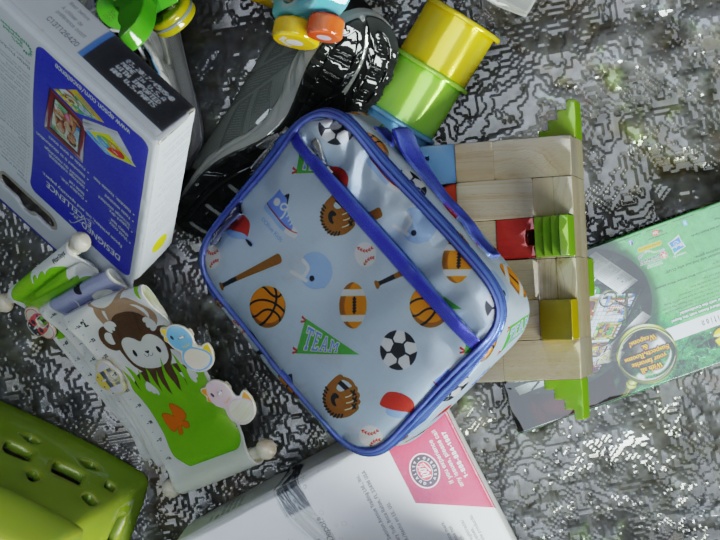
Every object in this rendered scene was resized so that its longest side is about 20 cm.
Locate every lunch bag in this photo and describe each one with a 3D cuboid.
[{"bbox_3d":[0.000,0.000,1.037,0.160,0.075,0.200,-47,74,20],"label":"lunch bag"}]

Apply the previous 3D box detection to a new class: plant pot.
[{"bbox_3d":[-0.271,0.194,1.069,0.198,0.181,0.201,24,94,1],"label":"plant pot"}]

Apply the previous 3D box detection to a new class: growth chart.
[{"bbox_3d":[-0.147,0.064,1.098,0.200,0.018,0.145,50,138,-2],"label":"growth chart"}]

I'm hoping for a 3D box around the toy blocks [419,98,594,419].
[{"bbox_3d":[0.076,-0.005,1.080,0.135,0.100,0.203,-3,89,16],"label":"toy blocks"}]

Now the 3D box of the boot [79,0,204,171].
[{"bbox_3d":[-0.152,-0.160,1.088,0.073,0.096,0.202,-21,92,3],"label":"boot"}]

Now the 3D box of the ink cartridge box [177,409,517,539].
[{"bbox_3d":[-0.002,0.191,1.107,0.199,0.084,0.146,-28,92,2],"label":"ink cartridge box"}]

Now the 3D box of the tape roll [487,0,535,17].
[{"bbox_3d":[0.131,-0.253,1.022,0.037,0.203,0.204,26,93,0],"label":"tape roll"}]

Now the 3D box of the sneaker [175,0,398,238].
[{"bbox_3d":[-0.053,-0.100,1.107,0.074,0.080,0.200,29,111,-36],"label":"sneaker"}]

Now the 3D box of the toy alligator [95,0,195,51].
[{"bbox_3d":[-0.125,-0.210,1.058,0.054,0.201,0.059,-9,138,35],"label":"toy alligator"}]

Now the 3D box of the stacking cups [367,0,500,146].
[{"bbox_3d":[0.018,-0.081,1.112,0.060,0.061,0.201,30,99,0],"label":"stacking cups"}]

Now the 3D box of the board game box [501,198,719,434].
[{"bbox_3d":[0.183,0.028,1.123,0.198,0.023,0.106,-19,90,3],"label":"board game box"}]

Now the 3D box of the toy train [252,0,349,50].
[{"bbox_3d":[-0.040,-0.230,1.049,0.055,0.201,0.151,16,119,-30],"label":"toy train"}]

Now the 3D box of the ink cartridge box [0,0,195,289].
[{"bbox_3d":[-0.193,-0.095,1.050,0.197,0.201,0.047,41,60,12],"label":"ink cartridge box"}]
